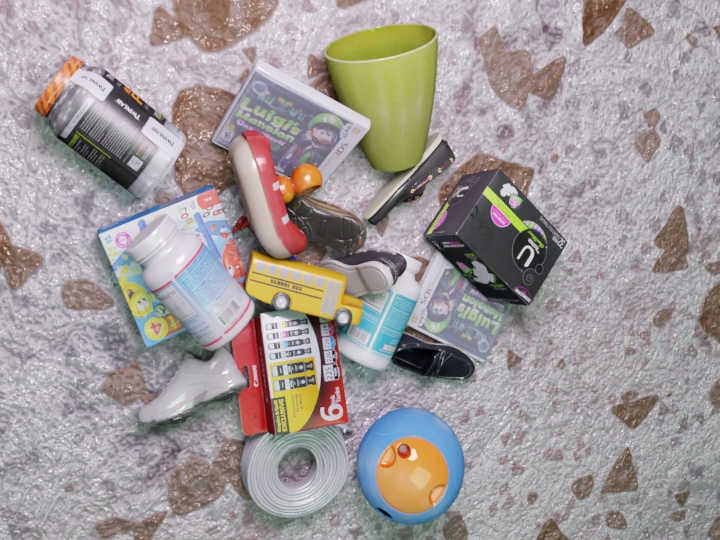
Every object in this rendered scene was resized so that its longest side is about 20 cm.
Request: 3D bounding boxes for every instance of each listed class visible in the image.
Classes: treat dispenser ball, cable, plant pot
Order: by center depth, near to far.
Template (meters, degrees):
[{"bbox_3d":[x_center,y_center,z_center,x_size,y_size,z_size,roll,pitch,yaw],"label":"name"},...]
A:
[{"bbox_3d":[0.046,-0.274,1.224,0.183,0.187,0.204,-19,122,-14],"label":"plant pot"},{"bbox_3d":[-0.117,0.350,1.351,0.198,0.069,0.203,29,91,-23],"label":"cable"},{"bbox_3d":[0.090,0.353,1.354,0.196,0.201,0.206,-4,104,-18],"label":"treat dispenser ball"}]

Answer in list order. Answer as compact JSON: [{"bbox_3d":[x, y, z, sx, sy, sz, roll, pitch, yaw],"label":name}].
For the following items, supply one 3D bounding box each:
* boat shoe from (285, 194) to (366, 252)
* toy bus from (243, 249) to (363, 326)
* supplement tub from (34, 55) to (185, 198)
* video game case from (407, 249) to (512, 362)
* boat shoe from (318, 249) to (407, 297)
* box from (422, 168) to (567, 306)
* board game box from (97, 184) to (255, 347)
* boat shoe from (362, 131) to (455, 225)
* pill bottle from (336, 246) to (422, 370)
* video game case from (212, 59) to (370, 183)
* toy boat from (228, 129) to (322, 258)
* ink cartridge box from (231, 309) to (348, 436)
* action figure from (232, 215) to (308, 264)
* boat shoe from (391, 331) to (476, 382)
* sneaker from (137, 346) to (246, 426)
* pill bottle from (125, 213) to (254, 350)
[{"bbox_3d":[-0.082,-0.088,1.265,0.196,0.074,0.077,22,110,-2],"label":"boat shoe"},{"bbox_3d":[-0.090,0.031,1.211,0.196,0.065,0.080,14,94,-15],"label":"toy bus"},{"bbox_3d":[-0.370,-0.213,1.108,0.199,0.122,0.123,39,88,-23],"label":"supplement tub"},{"bbox_3d":[0.198,0.056,1.422,0.197,0.023,0.185,26,93,-23],"label":"video game case"},{"bbox_3d":[0.000,0.000,1.257,0.060,0.198,0.075,-36,106,-32],"label":"boat shoe"},{"bbox_3d":[0.241,-0.058,1.342,0.199,0.124,0.150,41,75,-21],"label":"box"},{"bbox_3d":[-0.295,-0.009,1.216,0.197,0.056,0.200,-24,108,-13],"label":"board game box"},{"bbox_3d":[0.086,-0.150,1.309,0.201,0.074,0.063,-46,110,-6],"label":"boat shoe"},{"bbox_3d":[0.037,0.064,1.320,0.109,0.111,0.203,24,94,-22],"label":"pill bottle"},{"bbox_3d":[-0.112,-0.219,1.177,0.197,0.182,0.024,24,50,-21],"label":"video game case"},{"bbox_3d":[-0.119,-0.124,1.157,0.128,0.131,0.204,-19,115,-10],"label":"toy boat"},{"bbox_3d":[-0.123,0.171,1.269,0.171,0.084,0.205,-7,84,-17],"label":"ink cartridge box"},{"bbox_3d":[-0.129,-0.017,1.270,0.199,0.065,0.052,37,67,-21],"label":"action figure"},{"bbox_3d":[0.132,0.169,1.395,0.197,0.063,0.076,22,112,-21],"label":"boat shoe"},{"bbox_3d":[-0.291,0.193,1.262,0.197,0.078,0.101,-25,72,3],"label":"sneaker"},{"bbox_3d":[-0.261,0.017,1.144,0.108,0.109,0.201,-41,112,-6],"label":"pill bottle"}]
